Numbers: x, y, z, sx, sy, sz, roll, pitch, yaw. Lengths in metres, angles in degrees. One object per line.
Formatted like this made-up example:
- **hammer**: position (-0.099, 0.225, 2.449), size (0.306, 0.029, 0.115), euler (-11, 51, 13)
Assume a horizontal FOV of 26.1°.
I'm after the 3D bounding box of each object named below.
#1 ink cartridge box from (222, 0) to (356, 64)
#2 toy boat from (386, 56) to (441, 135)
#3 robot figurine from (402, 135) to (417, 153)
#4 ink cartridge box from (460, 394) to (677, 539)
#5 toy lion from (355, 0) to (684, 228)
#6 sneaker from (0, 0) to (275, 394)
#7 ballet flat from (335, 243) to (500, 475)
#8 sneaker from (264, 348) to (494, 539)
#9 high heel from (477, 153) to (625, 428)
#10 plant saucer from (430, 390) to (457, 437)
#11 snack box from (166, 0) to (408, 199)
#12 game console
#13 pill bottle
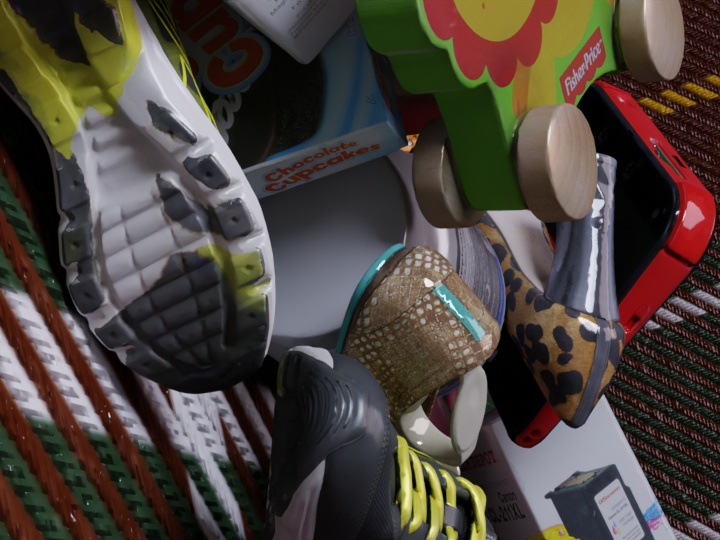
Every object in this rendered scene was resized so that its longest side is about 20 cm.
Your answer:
- **ink cartridge box**: position (-0.089, -0.156, 0.534), size (0.162, 0.057, 0.200), euler (40, -1, 16)
- **toy boat**: position (-0.022, -0.129, 0.747), size (0.200, 0.130, 0.132), euler (41, -34, 27)
- **robot figurine**: position (-0.024, -0.159, 0.861), size (0.058, 0.144, 0.202), euler (-19, 102, -36)
- **ink cartridge box**: position (0.140, 0.179, 1.028), size (0.202, 0.082, 0.146), euler (63, -15, 5)
- **toy lion**: position (0.058, -0.130, 0.626), size (0.200, 0.068, 0.193), euler (-50, 130, -47)
- **sneaker**: position (-0.079, -0.054, 0.557), size (0.085, 0.074, 0.202), euler (-76, 147, -69)
- **ballet flat**: position (0.014, 0.070, 0.659), size (0.065, 0.070, 0.201), euler (37, -31, 15)
- **sneaker**: position (0.010, 0.085, 0.577), size (0.201, 0.084, 0.075), euler (89, 5, -64)
- **high heel**: position (0.081, 0.027, 0.883), size (0.200, 0.071, 0.144), euler (151, -54, -62)
- **plant saucer**: position (0.025, 0.042, 0.961), size (0.200, 0.050, 0.203), euler (-18, 90, -79)
- **snack box**: position (-0.060, -0.129, 0.650), size (0.037, 0.115, 0.202), euler (36, 37, -70)
- **game console**: position (0.125, -0.011, 0.936), size (0.031, 0.178, 0.201), euler (26, 21, -23)
- **pill bottle**: position (0.000, 0.000, 0.750), size (0.200, 0.113, 0.115), euler (33, 40, -71)
